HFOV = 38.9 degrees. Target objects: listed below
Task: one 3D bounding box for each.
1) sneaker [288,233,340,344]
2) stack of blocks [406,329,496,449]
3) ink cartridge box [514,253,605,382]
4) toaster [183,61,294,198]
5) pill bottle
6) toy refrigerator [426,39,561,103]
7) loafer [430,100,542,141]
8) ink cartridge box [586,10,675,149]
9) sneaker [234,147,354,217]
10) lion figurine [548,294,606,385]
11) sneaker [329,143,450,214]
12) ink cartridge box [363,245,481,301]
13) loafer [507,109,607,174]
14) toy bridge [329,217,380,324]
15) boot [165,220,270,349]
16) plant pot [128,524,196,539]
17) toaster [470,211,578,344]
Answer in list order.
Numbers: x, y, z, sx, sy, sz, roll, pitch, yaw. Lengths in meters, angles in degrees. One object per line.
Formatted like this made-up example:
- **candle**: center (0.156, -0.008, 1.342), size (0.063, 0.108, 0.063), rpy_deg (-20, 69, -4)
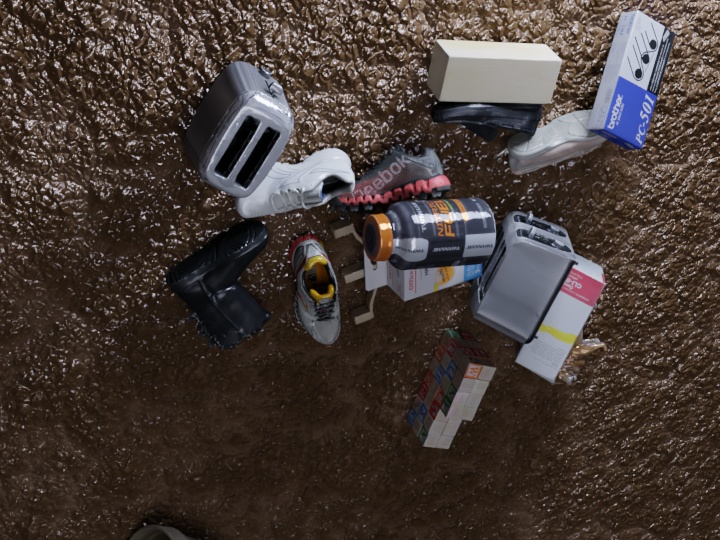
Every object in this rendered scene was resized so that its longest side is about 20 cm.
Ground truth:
- **sneaker**: center (-0.073, 0.044, 1.688), size (0.077, 0.082, 0.202), rpy_deg (-20, 124, -9)
- **stack of blocks**: center (0.164, 0.226, 1.865), size (0.058, 0.115, 0.203), rpy_deg (11, 114, -26)
- **ink cartridge box**: center (0.354, 0.078, 1.820), size (0.082, 0.145, 0.202), rpy_deg (26, 105, 3)
- **toaster**: center (-0.180, -0.196, 1.482), size (0.113, 0.130, 0.201), rpy_deg (28, 106, -31)
- **pill bottle**: center (0.104, -0.056, 1.595), size (0.197, 0.106, 0.108), rpy_deg (-5, 120, -23)
- **toy refrigerator**: center (0.209, -0.314, 1.607), size (0.196, 0.070, 0.077), rpy_deg (-2, 126, -19)
- **loafer**: center (0.205, -0.243, 1.642), size (0.197, 0.068, 0.072), rpy_deg (-5, 109, -23)
- **ink cartridge box**: center (0.445, -0.310, 1.670), size (0.093, 0.044, 0.203), rpy_deg (18, 87, -29)
- **sneaker**: center (-0.100, -0.129, 1.578), size (0.197, 0.087, 0.075), rpy_deg (-22, 126, -7)
- **lion figurine**: center (0.400, 0.117, 1.934), size (0.120, 0.073, 0.203), rpy_deg (-12, 108, -4)
- **sneaker**: center (0.042, -0.148, 1.633), size (0.197, 0.071, 0.100), rpy_deg (-12, 88, 8)
- **ink cartridge box**: center (0.107, -0.026, 1.712), size (0.197, 0.068, 0.117), rpy_deg (-17, 123, -22)
- **loafer**: center (0.340, -0.216, 1.720), size (0.197, 0.073, 0.063), rpy_deg (-17, 140, -7)
- **toy bridge**: center (0.000, 0.000, 1.725), size (0.066, 0.027, 0.203), rpy_deg (-21, 124, -11)
- **boot**: center (-0.199, 0.029, 1.637), size (0.196, 0.074, 0.163), rpy_deg (-31, 122, 6)
- **plant pot**: center (-0.319, 0.566, 1.842), size (0.172, 0.200, 0.202), rpy_deg (17, 112, -47)
- **toaster**: center (0.272, 0.013, 1.736), size (0.117, 0.181, 0.202), rpy_deg (24, 110, -3)
